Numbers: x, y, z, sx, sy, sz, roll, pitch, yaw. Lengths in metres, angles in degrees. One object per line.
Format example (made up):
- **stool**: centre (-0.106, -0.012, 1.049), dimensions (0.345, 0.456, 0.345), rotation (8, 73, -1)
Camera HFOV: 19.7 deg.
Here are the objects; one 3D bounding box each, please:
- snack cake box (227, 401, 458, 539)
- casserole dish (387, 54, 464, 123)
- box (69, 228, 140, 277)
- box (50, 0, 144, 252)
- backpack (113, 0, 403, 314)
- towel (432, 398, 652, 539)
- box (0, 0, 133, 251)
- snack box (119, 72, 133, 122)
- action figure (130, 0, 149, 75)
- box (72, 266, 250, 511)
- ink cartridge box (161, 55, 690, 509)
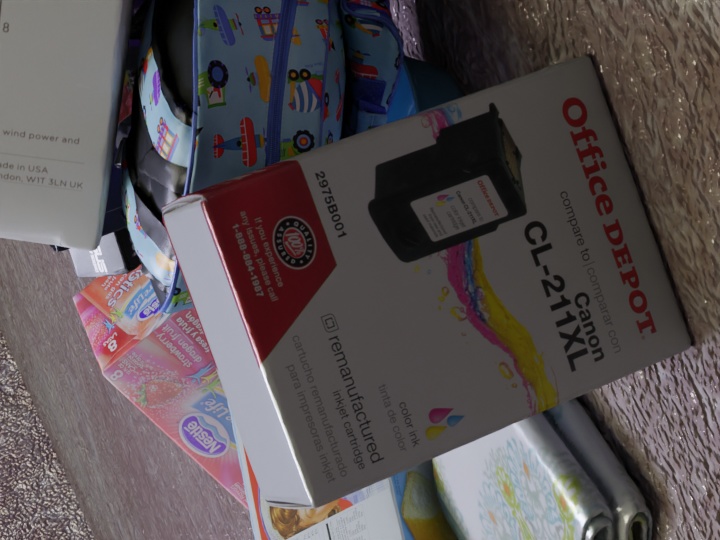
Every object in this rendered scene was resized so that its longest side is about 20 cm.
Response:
- **snack cake box**: centre (-0.007, 0.142, 1.291), dimensions (0.115, 0.067, 0.201), rotation (-30, 60, 32)
- **casserole dish**: centre (0.037, -0.020, 1.104), dimensions (0.121, 0.038, 0.201), rotation (119, 146, -60)
- **box**: centre (-0.151, -0.109, 1.446), dimensions (0.043, 0.200, 0.161), rotation (-3, 112, 28)
- **box**: centre (-0.130, -0.116, 1.321), dimensions (0.079, 0.199, 0.142), rotation (33, 141, 60)
- **backpack**: centre (-0.053, -0.074, 1.051), dimensions (0.200, 0.133, 0.184), rotation (-99, 18, -60)
- **towel**: centre (0.095, 0.121, 1.157), dimensions (0.172, 0.048, 0.200), rotation (90, 154, -44)
- **box**: centre (-0.213, -0.134, 1.038), dimensions (0.131, 0.197, 0.201), rotation (-93, 11, -62)
- **snack box**: centre (-0.236, -0.164, 1.173), dimensions (0.168, 0.068, 0.201), rotation (0, 121, 35)
- **action figure**: centre (-0.113, -0.216, 1.192), dimensions (0.119, 0.101, 0.202), rotation (50, -140, -63)
- **box**: centre (-0.104, 0.075, 1.505), dimensions (0.200, 0.094, 0.103), rotation (48, -173, -38)
- **ink cartridge box**: centre (0.031, 0.003, 0.945), dimensions (0.147, 0.199, 0.083), rotation (69, 161, -2)
